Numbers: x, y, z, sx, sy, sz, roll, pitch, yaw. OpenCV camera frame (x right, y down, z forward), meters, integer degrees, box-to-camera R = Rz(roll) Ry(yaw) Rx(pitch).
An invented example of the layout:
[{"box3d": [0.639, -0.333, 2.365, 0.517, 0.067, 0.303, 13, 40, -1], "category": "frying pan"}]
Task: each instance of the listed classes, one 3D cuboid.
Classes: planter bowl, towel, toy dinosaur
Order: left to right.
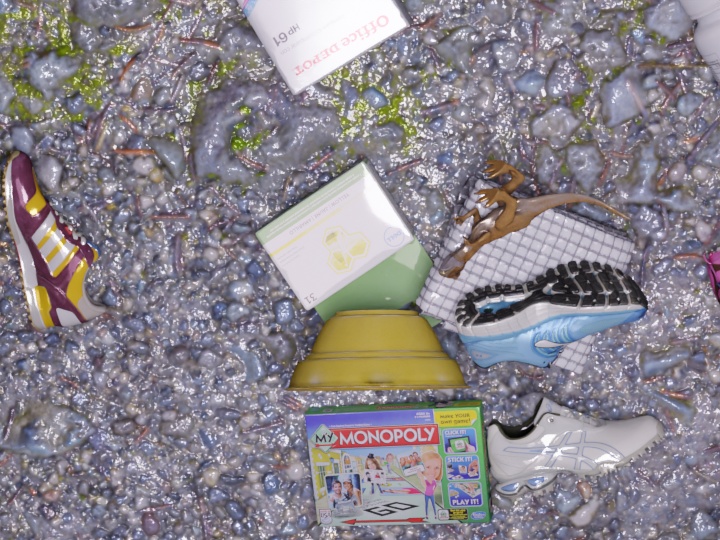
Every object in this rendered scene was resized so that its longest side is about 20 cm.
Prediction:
[{"box3d": [0.017, 0.085, 1.600, 0.198, 0.200, 0.084, -2, 84, 3], "category": "planter bowl"}, {"box3d": [0.160, -0.062, 1.532, 0.199, 0.061, 0.106, -25, 134, 8], "category": "toy dinosaur"}, {"box3d": [0.172, 0.002, 1.617, 0.199, 0.086, 0.167, 20, 104, -10], "category": "towel"}]

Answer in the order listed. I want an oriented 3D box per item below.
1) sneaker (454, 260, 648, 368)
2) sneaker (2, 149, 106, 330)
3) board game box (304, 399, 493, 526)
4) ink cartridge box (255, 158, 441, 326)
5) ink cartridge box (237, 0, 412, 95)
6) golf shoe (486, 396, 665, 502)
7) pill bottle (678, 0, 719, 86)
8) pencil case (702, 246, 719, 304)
[{"box3d": [0.198, 0.053, 1.565, 0.198, 0.079, 0.090, -10, 127, 3], "category": "sneaker"}, {"box3d": [-0.332, -0.038, 1.646, 0.089, 0.075, 0.202, -10, 109, -4], "category": "sneaker"}, {"box3d": [0.043, 0.216, 1.688, 0.198, 0.029, 0.136, -4, 103, 13], "category": "board game box"}, {"box3d": [0.000, 0.000, 1.647, 0.145, 0.048, 0.201, -33, 97, 8], "category": "ink cartridge box"}, {"box3d": [-0.055, -0.303, 1.561, 0.144, 0.085, 0.201, -30, 101, 8], "category": "ink cartridge box"}, {"box3d": [0.234, 0.182, 1.665, 0.198, 0.078, 0.098, -18, 95, 5], "category": "golf shoe"}, {"box3d": [0.412, -0.226, 1.542, 0.113, 0.113, 0.201, -32, 100, 9], "category": "pill bottle"}, {"box3d": [0.467, -0.021, 1.603, 0.199, 0.091, 0.094, -28, 87, 6], "category": "pencil case"}]
